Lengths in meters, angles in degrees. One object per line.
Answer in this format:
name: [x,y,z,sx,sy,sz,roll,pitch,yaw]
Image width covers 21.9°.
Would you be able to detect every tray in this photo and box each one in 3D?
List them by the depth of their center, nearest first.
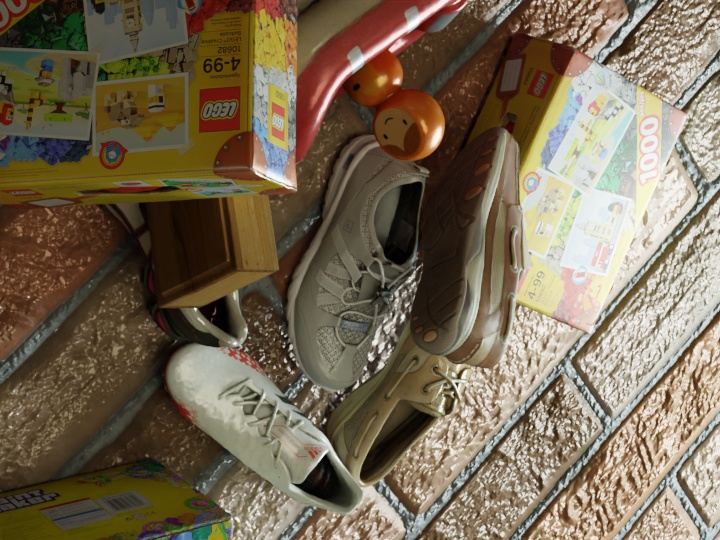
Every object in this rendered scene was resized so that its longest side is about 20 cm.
tray: [-0.109,-0.084,1.234,0.037,0.099,0.200,0,75,-38]

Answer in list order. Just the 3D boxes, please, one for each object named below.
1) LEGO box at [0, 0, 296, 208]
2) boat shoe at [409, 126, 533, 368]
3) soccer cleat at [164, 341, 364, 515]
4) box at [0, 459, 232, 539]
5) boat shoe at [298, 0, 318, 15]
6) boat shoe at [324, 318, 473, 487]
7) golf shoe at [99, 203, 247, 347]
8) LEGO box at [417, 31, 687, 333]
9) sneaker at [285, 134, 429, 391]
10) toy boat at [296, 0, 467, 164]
LEGO box: [-0.144,-0.122,1.159,0.077,0.200,0.149,21,68,-68]
boat shoe: [0.091,-0.015,1.398,0.072,0.076,0.200,30,59,-28]
soccer cleat: [-0.070,0.121,1.406,0.069,0.085,0.200,-50,128,-11]
box: [-0.207,0.262,1.332,0.200,0.122,0.193,-9,111,-34]
boat shoe: [-0.019,-0.250,1.323,0.200,0.075,0.093,-48,173,19]
boat shoe: [0.055,0.088,1.454,0.071,0.065,0.200,24,115,-38]
golf shoe: [-0.128,-0.035,1.309,0.077,0.088,0.200,-34,120,-20]
LEGO box: [0.157,-0.070,1.508,0.149,0.077,0.200,22,92,-39]
sneaker: [0.000,0.000,1.416,0.075,0.082,0.200,3,104,-37]
toy boat: [0.009,-0.134,1.328,0.200,0.131,0.131,-38,91,-18]
